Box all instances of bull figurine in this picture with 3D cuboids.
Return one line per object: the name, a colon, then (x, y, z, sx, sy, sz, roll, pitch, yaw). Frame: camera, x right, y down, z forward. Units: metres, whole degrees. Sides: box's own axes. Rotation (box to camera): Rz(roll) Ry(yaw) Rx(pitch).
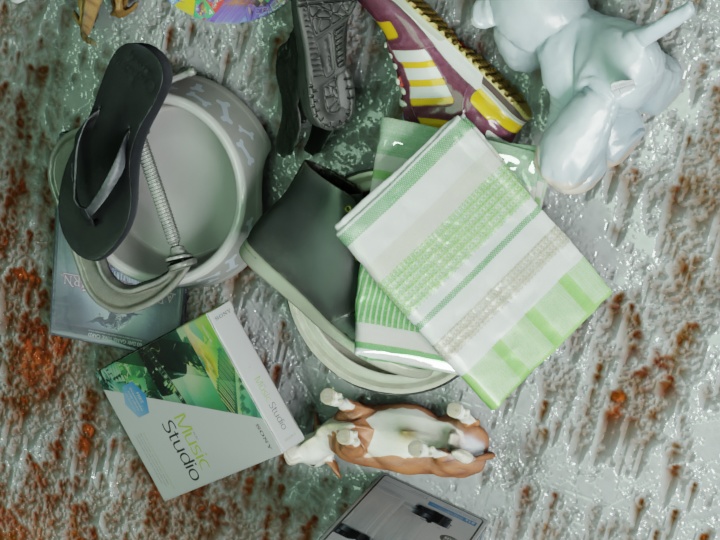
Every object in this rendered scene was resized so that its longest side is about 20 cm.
bull figurine: (0.021, 0.150, 1.447, 0.198, 0.121, 0.066, 0, 73, 12)

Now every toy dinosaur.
toy dinosaur: (-0.238, -0.253, 1.437, 0.060, 0.107, 0.202, 5, 61, 2)

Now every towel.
towel: (0.093, -0.007, 1.318, 0.149, 0.031, 0.200, -42, 95, -9)
towel: (0.076, -0.016, 1.336, 0.151, 0.023, 0.202, 10, 85, -10)

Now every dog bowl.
dog bowl: (0.037, 0.005, 1.425, 0.198, 0.074, 0.203, 4, 103, 19)
dog bowl: (-0.175, -0.078, 1.471, 0.198, 0.059, 0.203, 4, 102, 18)

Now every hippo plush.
hippo plush: (0.158, -0.168, 1.295, 0.161, 0.200, 0.160, 41, 89, 15)

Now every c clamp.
c clamp: (-0.203, -0.065, 1.437, 0.169, 0.027, 0.202, -11, 96, 21)

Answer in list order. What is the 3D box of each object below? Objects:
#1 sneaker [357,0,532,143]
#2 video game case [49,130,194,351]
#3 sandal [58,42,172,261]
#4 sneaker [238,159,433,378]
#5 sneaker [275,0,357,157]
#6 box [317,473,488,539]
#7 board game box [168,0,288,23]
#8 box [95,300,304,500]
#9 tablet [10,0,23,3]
sneaker: (0.051, -0.171, 1.383, 0.200, 0.075, 0.090, 44, 106, 7)
video game case: (-0.230, -0.024, 1.542, 0.141, 0.019, 0.202, 10, 103, 17)
sandal: (-0.225, -0.105, 1.405, 0.076, 0.043, 0.202, 24, 108, 19)
sneaker: (0.000, 0.000, 1.358, 0.199, 0.075, 0.107, 36, 105, 6)
sneaker: (-0.044, -0.194, 1.400, 0.059, 0.104, 0.202, -6, 104, -20)
box: (0.031, 0.257, 1.410, 0.116, 0.200, 0.061, 24, 108, 14)
board game box: (-0.131, -0.322, 1.432, 0.156, 0.039, 0.202, 4, 101, 18)
box: (-0.154, 0.125, 1.495, 0.199, 0.036, 0.145, -27, 93, 44)
tablet: (-0.233, -0.323, 1.432, 0.198, 0.014, 0.131, -19, 52, 26)
